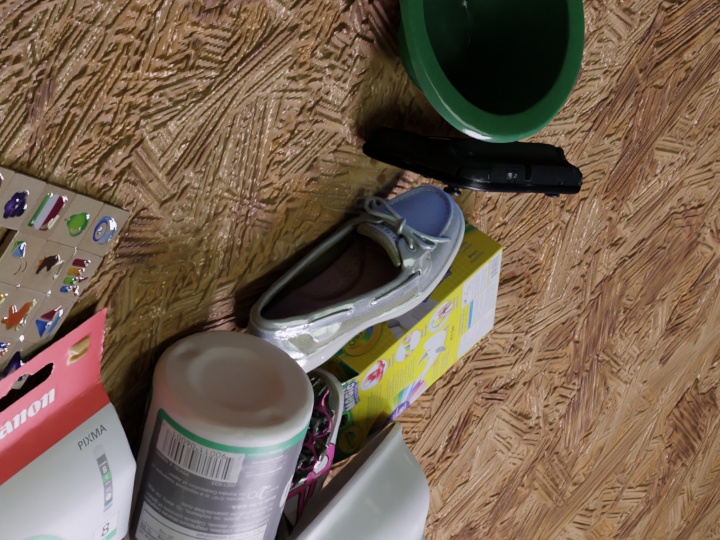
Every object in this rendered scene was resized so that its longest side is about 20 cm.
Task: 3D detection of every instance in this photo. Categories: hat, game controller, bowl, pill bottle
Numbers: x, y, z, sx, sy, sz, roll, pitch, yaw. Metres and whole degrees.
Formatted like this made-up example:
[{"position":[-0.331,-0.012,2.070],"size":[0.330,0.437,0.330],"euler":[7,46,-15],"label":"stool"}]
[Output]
[{"position":[0.043,-0.162,1.524],"size":[0.165,0.176,0.201],"euler":[-32,111,-34],"label":"hat"},{"position":[0.084,-0.078,1.602],"size":[0.200,0.104,0.042],"euler":[-1,100,-60],"label":"game controller"},{"position":[-0.008,0.223,1.747],"size":[0.201,0.090,0.201],"euler":[-46,-179,1],"label":"bowl"},{"position":[-0.107,0.151,1.540],"size":[0.113,0.113,0.200],"euler":[-28,145,-44],"label":"pill bottle"}]

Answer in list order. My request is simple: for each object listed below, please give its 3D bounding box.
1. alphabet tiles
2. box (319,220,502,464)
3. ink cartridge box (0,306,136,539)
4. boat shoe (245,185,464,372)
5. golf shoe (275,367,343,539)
[{"position":[-0.231,0.034,1.297],"size":[0.200,0.008,0.167],"euler":[-57,156,6],"label":"alphabet tiles"},{"position":[0.031,0.061,1.754],"size":[0.200,0.048,0.118],"euler":[-42,154,-29],"label":"box"},{"position":[-0.209,0.141,1.410],"size":[0.161,0.050,0.200],"euler":[-38,154,-40],"label":"ink cartridge box"},{"position":[-0.002,-0.001,1.587],"size":[0.202,0.074,0.065],"euler":[-35,154,-23],"label":"boat shoe"},{"position":[-0.057,0.139,1.675],"size":[0.092,0.073,0.200],"euler":[-38,161,-49],"label":"golf shoe"}]
